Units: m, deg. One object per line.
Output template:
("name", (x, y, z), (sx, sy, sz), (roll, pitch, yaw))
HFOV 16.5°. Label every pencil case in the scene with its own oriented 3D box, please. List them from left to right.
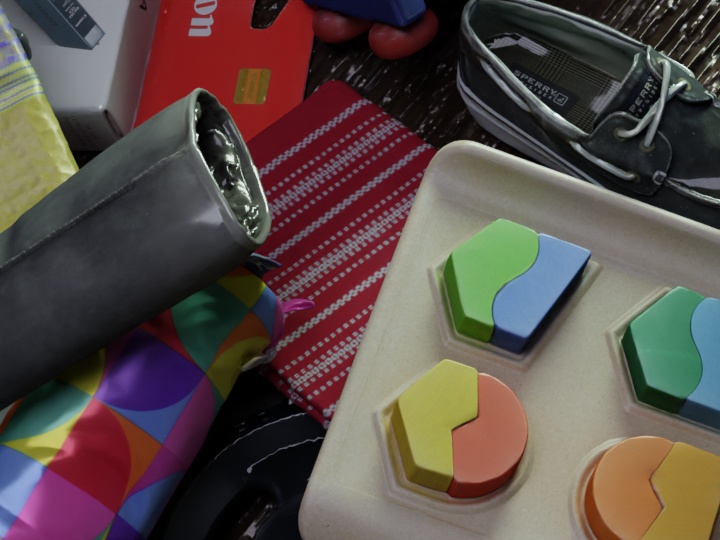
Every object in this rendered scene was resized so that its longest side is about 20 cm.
("pencil case", (-0.106, 0.071, 1.046), (0.088, 0.088, 0.200), (27, 74, 26))

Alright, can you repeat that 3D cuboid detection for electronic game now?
("electronic game", (-0.012, 0.132, 1.072), (0.200, 0.042, 0.200), (-6, 54, 9))

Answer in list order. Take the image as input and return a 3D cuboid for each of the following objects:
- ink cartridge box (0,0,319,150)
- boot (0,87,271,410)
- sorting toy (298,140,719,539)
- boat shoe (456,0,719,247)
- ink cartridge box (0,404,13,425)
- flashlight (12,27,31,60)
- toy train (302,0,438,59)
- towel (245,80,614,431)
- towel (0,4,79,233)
("ink cartridge box", (-0.107, -0.155, 1.248), (0.176, 0.045, 0.200), (1, 64, 17))
("boot", (-0.126, 0.031, 0.991), (0.200, 0.073, 0.182), (-23, 48, 11))
("sorting toy", (0.090, 0.054, 1.049), (0.185, 0.036, 0.200), (20, 65, 2))
("boat shoe", (0.123, -0.065, 1.121), (0.200, 0.071, 0.072), (25, 72, 24))
("ink cartridge box", (-0.204, 0.083, 1.092), (0.200, 0.047, 0.160), (11, 76, -8))
("flashlight", (-0.248, -0.109, 1.215), (0.200, 0.068, 0.068), (16, 76, 40))
("toy train", (0.042, -0.159, 1.147), (0.116, 0.085, 0.200), (-31, 21, -15))
("towel", (0.000, 0.000, 1.129), (0.145, 0.022, 0.200), (-37, 55, -20))
("towel", (-0.217, -0.076, 1.108), (0.144, 0.023, 0.200), (-22, 78, -9))
